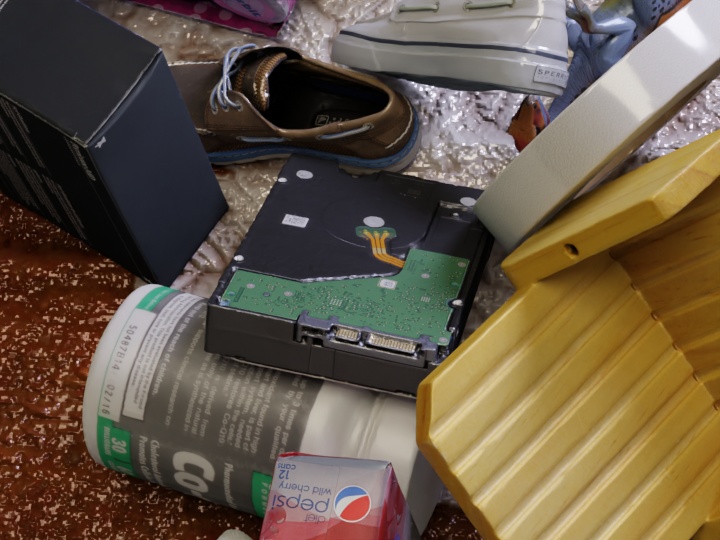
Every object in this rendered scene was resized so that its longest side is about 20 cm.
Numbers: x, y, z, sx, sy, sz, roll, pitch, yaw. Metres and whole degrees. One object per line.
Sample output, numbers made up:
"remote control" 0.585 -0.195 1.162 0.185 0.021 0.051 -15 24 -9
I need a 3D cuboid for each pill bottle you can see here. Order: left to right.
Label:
"pill bottle" -0.051 0.086 1.236 0.198 0.113 0.114 15 69 16

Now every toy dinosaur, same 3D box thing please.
"toy dinosaur" 0.165 -0.148 1.328 0.198 0.105 0.183 16 89 3

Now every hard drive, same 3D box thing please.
"hard drive" 0.000 0.000 1.244 0.138 0.038 0.200 11 29 7

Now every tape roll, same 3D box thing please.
"tape roll" 0.149 -0.087 1.236 0.202 0.203 0.037 -41 85 -10

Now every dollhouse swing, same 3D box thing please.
"dollhouse swing" 0.163 0.069 1.129 0.201 0.181 0.176 55 45 -9

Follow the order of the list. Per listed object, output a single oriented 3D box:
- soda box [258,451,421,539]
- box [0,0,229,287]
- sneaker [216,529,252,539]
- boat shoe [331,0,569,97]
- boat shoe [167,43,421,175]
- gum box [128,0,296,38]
"soda box" -0.004 0.165 1.143 0.063 0.200 0.071 6 66 13
"box" -0.171 -0.087 1.286 0.141 0.200 0.079 33 74 21
"sneaker" -0.085 0.250 1.199 0.088 0.075 0.201 21 76 4
"boat shoe" 0.060 -0.147 1.309 0.199 0.073 0.067 13 93 47
"boat shoe" -0.061 -0.112 1.350 0.198 0.073 0.073 5 66 11
"gum box" -0.119 -0.237 1.421 0.198 0.066 0.114 16 68 15
